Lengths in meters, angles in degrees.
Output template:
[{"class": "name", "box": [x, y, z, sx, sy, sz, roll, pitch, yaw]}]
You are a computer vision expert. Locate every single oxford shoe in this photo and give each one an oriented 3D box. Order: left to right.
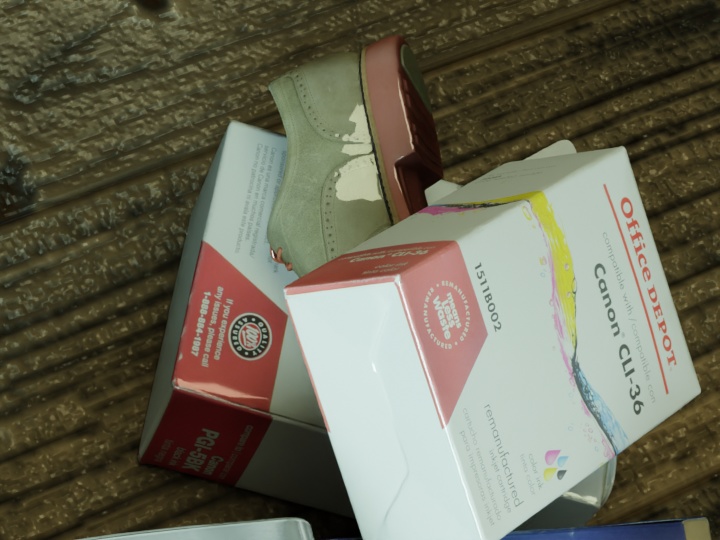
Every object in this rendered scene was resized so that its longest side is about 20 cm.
[{"class": "oxford shoe", "box": [0.000, 0.000, 1.212, 0.075, 0.070, 0.201, -11, 67, 14]}]

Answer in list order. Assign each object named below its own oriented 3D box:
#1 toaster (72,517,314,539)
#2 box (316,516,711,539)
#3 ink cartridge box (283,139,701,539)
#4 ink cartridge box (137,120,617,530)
[{"class": "toaster", "box": [-0.103, 0.183, 1.074, 0.180, 0.200, 0.119, -6, 67, -21]}, {"class": "box", "box": [0.036, 0.138, 1.193, 0.199, 0.121, 0.032, 0, 70, -19]}, {"class": "ink cartridge box", "box": [0.069, 0.023, 1.155, 0.200, 0.067, 0.117, -31, 107, -46]}, {"class": "ink cartridge box", "box": [0.014, 0.036, 1.271, 0.199, 0.083, 0.147, 16, 57, -9]}]
